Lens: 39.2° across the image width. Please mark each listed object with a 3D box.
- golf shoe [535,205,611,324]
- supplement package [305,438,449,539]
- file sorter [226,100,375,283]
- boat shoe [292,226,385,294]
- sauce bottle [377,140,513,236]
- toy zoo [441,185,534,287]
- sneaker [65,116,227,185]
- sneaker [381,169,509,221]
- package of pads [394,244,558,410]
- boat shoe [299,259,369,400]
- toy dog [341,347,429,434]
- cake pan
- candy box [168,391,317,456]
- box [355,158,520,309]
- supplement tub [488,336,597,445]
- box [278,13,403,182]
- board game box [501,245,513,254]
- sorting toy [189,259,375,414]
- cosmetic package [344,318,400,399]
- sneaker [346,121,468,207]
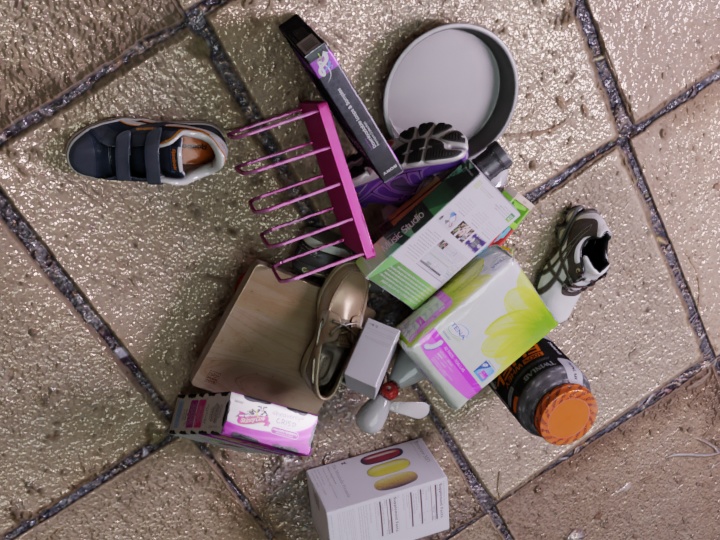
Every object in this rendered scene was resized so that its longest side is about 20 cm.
[{"bbox_3d":[0.328,0.004,1.549,0.077,0.095,0.201,0,117,-22],"label":"golf shoe"},{"bbox_3d":[0.028,0.363,1.601,0.199,0.114,0.110,-14,120,-16],"label":"supplement package"},{"bbox_3d":[-0.082,-0.100,1.285,0.125,0.139,0.201,-20,103,-8],"label":"file sorter"},{"bbox_3d":[0.000,0.000,1.437,0.201,0.072,0.061,21,109,-20],"label":"boat shoe"},{"bbox_3d":[0.118,-0.097,1.371,0.200,0.065,0.065,-38,122,6],"label":"sauce bottle"},{"bbox_3d":[0.170,-0.031,1.465,0.200,0.020,0.131,-51,162,10],"label":"toy zoo"},{"bbox_3d":[-0.263,-0.148,1.258,0.199,0.079,0.079,-9,119,-15],"label":"sneaker"},{"bbox_3d":[0.120,-0.106,1.430,0.200,0.075,0.087,-34,116,-3],"label":"sneaker"},{"bbox_3d":[0.161,0.078,1.426,0.200,0.068,0.155,-40,122,-3],"label":"package of pads"},{"bbox_3d":[-0.028,0.083,1.386,0.072,0.065,0.201,11,110,-25],"label":"boat shoe"},{"bbox_3d":[0.069,0.157,1.529,0.200,0.132,0.096,-31,160,1],"label":"toy dog"},{"bbox_3d":[0.119,-0.241,1.379,0.200,0.037,0.201,-9,118,-17],"label":"cake pan"},{"bbox_3d":[-0.166,0.214,1.405,0.136,0.200,0.061,20,72,-28],"label":"candy box"},{"bbox_3d":[0.105,-0.043,1.341,0.200,0.036,0.144,-43,145,9],"label":"box"},{"bbox_3d":[0.271,0.172,1.546,0.122,0.200,0.123,-9,117,-17],"label":"supplement tub"},{"bbox_3d":[-0.025,-0.217,1.275,0.036,0.143,0.200,-35,122,1],"label":"box"},{"bbox_3d":[0.188,0.069,1.528,0.030,0.096,0.201,16,110,6],"label":"board game box"},{"bbox_3d":[-0.115,0.093,1.438,0.200,0.070,0.199,23,105,-28],"label":"sorting toy"},{"bbox_3d":[0.014,0.125,1.390,0.050,0.200,0.083,21,79,4],"label":"cosmetic package"},{"bbox_3d":[0.063,-0.135,1.351,0.200,0.081,0.083,-14,133,36],"label":"sneaker"}]
